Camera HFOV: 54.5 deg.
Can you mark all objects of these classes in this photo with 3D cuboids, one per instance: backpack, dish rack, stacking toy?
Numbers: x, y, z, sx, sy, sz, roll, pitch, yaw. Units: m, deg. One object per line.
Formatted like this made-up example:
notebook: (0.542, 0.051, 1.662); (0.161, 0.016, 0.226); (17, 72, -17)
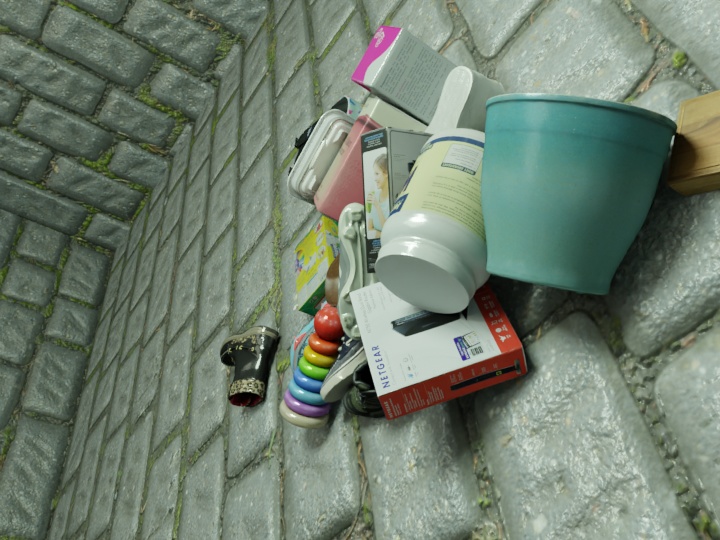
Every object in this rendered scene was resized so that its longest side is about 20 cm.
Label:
backpack: (-0.036, -0.236, 1.370); (0.200, 0.150, 0.178); (-35, 39, 58)
dish rack: (-0.018, -0.176, 1.251); (0.044, 0.200, 0.172); (42, 106, 47)
stacking toy: (-0.071, 0.152, 1.140); (0.085, 0.085, 0.200); (-135, 57, -61)

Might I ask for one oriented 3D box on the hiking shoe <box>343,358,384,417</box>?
hiking shoe: (0.022, 0.156, 1.004); (0.200, 0.101, 0.076); (-33, 42, 46)

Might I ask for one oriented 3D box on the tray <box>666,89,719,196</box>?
tray: (0.394, -0.139, 0.660); (0.200, 0.037, 0.099); (-10, 59, 59)

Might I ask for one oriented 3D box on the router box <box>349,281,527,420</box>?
router box: (0.092, 0.077, 0.896); (0.179, 0.049, 0.200); (-19, 38, 1)

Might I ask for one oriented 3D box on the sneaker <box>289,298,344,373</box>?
sneaker: (-0.052, 0.118, 1.193); (0.200, 0.079, 0.096); (-60, 30, 11)

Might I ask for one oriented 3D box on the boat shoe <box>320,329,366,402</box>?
boat shoe: (-0.004, 0.113, 1.093); (0.200, 0.075, 0.093); (-45, 57, 19)

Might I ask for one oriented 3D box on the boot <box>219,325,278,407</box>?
boot: (-0.249, 0.211, 1.477); (0.200, 0.073, 0.151); (-27, 46, 43)

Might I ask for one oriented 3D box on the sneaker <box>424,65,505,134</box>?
sneaker: (0.155, -0.201, 1.070); (0.074, 0.115, 0.200); (42, 118, 36)

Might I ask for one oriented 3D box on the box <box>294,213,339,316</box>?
box: (-0.083, -0.018, 1.392); (0.117, 0.048, 0.200); (-48, 34, 31)

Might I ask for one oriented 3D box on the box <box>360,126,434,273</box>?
box: (0.066, -0.097, 1.003); (0.060, 0.116, 0.201); (-4, 89, 50)

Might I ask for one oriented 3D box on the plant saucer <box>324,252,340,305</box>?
plant saucer: (0.009, -0.025, 1.162); (0.200, 0.037, 0.200); (-37, 17, 13)

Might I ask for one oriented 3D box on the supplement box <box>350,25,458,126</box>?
supplement box: (0.101, -0.294, 1.122); (0.103, 0.200, 0.101); (-60, 28, 9)

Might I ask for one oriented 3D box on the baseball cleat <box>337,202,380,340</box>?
baseball cleat: (0.000, 0.000, 1.048); (0.106, 0.070, 0.201); (-107, 19, -86)

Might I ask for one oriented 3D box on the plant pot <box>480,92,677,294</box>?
plant pot: (0.218, -0.076, 0.764); (0.200, 0.200, 0.188); (19, 99, 63)

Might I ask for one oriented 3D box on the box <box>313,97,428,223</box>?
box: (0.018, -0.169, 1.146); (0.200, 0.109, 0.128); (-61, 13, 10)

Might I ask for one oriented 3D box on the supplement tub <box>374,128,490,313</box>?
supplement tub: (0.112, -0.062, 0.881); (0.145, 0.145, 0.200); (-18, 39, 55)
